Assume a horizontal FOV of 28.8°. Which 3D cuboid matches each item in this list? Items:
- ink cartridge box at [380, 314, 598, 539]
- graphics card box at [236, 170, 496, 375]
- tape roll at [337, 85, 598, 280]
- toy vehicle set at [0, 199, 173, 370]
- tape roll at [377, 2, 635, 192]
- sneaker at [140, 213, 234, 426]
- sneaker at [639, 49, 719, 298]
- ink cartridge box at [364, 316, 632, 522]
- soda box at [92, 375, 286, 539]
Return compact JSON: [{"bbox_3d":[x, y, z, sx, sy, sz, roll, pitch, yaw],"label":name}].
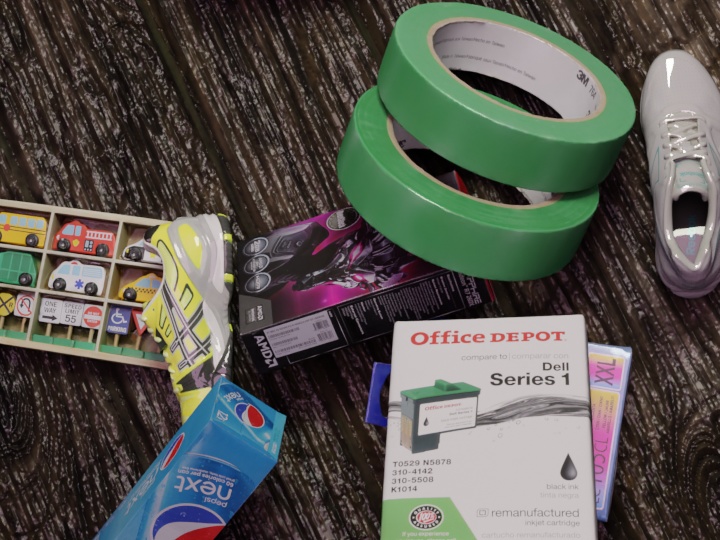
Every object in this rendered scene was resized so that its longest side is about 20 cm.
[{"bbox_3d":[0.091,0.133,0.982,0.145,0.085,0.201,-3,50,8],"label":"ink cartridge box"},{"bbox_3d":[0.000,0.000,1.125,0.199,0.051,0.126,-18,38,8],"label":"graphics card box"},{"bbox_3d":[0.083,-0.073,1.079,0.200,0.200,0.048,30,124,13],"label":"tape roll"},{"bbox_3d":[-0.242,0.011,1.210,0.199,0.027,0.125,7,83,11],"label":"toy vehicle set"},{"bbox_3d":[0.113,-0.138,1.088,0.200,0.200,0.048,31,125,13],"label":"tape roll"},{"bbox_3d":[-0.141,0.055,1.151,0.076,0.075,0.202,-1,84,-6],"label":"sneaker"},{"bbox_3d":[0.262,-0.083,1.110,0.070,0.080,0.202,-6,79,11],"label":"sneaker"},{"bbox_3d":[0.107,0.114,1.110,0.199,0.076,0.137,8,83,13],"label":"ink cartridge box"},{"bbox_3d":[-0.142,0.183,1.101,0.064,0.068,0.200,33,113,-13],"label":"soda box"}]
